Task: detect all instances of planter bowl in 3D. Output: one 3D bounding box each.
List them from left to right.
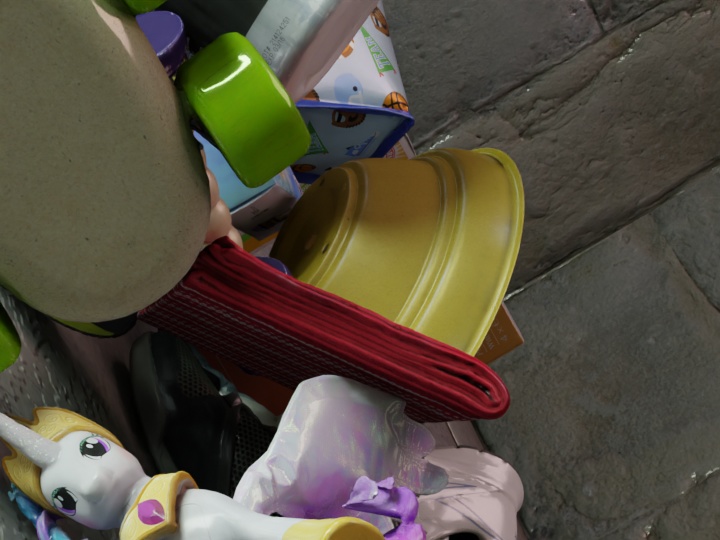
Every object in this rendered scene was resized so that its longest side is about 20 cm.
[{"bbox_3d":[0.000,0.000,0.867,0.083,0.201,0.201,28,18,-23],"label":"planter bowl"}]

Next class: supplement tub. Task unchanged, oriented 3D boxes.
[{"bbox_3d":[-0.082,-0.184,0.752,0.199,0.123,0.123,39,4,0],"label":"supplement tub"}]

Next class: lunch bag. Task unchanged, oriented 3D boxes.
[{"bbox_3d":[-0.077,-0.161,1.079,0.124,0.198,0.172,-48,-134,49],"label":"lunch bag"}]

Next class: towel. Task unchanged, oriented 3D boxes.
[{"bbox_3d":[-0.025,0.033,0.681,0.143,0.023,0.200,26,-12,-11],"label":"towel"}]

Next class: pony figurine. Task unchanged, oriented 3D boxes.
[{"bbox_3d":[-0.029,0.110,0.549,0.199,0.168,0.193,17,-14,48],"label":"pony figurine"}]

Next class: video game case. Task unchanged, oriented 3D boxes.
[{"bbox_3d":[-0.100,-0.120,0.897,0.202,0.045,0.181,62,4,3],"label":"video game case"}]

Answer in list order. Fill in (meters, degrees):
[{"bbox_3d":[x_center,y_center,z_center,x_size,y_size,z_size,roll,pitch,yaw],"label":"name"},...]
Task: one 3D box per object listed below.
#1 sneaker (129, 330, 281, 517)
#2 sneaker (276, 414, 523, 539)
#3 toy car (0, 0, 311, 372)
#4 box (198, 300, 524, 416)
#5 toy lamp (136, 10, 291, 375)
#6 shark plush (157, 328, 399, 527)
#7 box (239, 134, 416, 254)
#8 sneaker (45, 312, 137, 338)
[{"bbox_3d":[-0.045,0.098,0.790,0.200,0.114,0.076,58,2,31],"label":"sneaker"},{"bbox_3d":[0.017,0.144,0.959,0.198,0.075,0.088,15,38,-13],"label":"sneaker"},{"bbox_3d":[-0.139,-0.078,0.601,0.159,0.163,0.200,58,-5,-30],"label":"toy car"},{"bbox_3d":[-0.007,0.037,1.031,0.125,0.199,0.098,59,4,-9],"label":"box"},{"bbox_3d":[-0.079,-0.030,0.764,0.058,0.058,0.201,-114,-179,-55],"label":"toy lamp"},{"bbox_3d":[-0.069,0.124,0.881,0.200,0.091,0.083,46,-21,1],"label":"shark plush"},{"bbox_3d":[-0.071,-0.107,1.236,0.113,0.199,0.101,62,5,33],"label":"box"},{"bbox_3d":[-0.156,-0.061,0.717,0.201,0.080,0.074,60,4,-5],"label":"sneaker"}]
